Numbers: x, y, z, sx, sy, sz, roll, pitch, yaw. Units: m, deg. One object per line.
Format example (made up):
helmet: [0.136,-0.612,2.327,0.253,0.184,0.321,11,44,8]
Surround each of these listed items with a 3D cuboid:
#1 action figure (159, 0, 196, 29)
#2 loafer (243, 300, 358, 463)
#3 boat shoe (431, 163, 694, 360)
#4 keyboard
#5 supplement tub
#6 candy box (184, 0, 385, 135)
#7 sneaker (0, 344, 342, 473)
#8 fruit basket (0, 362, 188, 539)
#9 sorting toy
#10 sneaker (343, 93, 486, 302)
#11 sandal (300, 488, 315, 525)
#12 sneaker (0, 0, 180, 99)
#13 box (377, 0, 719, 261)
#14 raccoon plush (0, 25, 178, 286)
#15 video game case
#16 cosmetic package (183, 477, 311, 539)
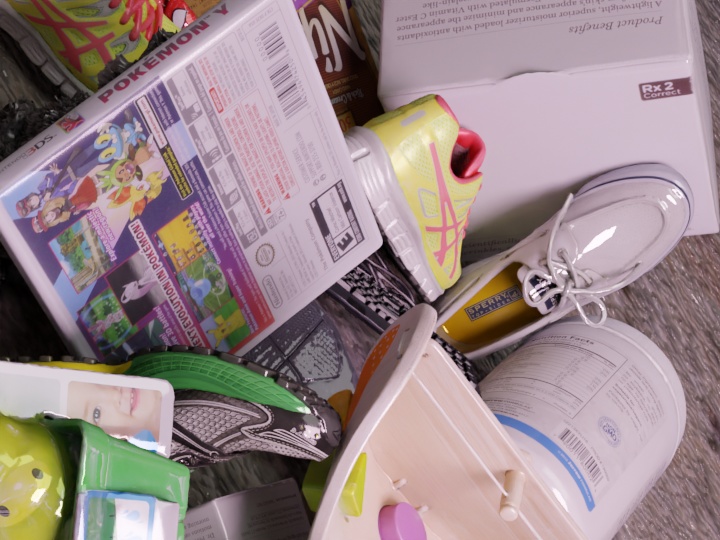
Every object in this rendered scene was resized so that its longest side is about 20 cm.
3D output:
action figure: [-0.139,-0.235,1.099,0.200,0.099,0.065,61,37,-9]
loafer: [-0.028,0.083,1.081,0.200,0.063,0.072,48,56,3]
boat shoe: [0.124,0.004,1.181,0.075,0.202,0.086,56,24,-14]
keyboard: [0.000,0.000,1.129,0.200,0.040,0.104,39,7,-15]
supplement tub: [0.117,0.122,1.172,0.132,0.132,0.200,61,35,-5]
candy box: [-0.054,-0.162,1.193,0.117,0.056,0.200,-11,79,-55]
sneaker: [-0.101,0.086,0.876,0.078,0.200,0.085,40,48,-60]
fruit basket: [-0.167,0.125,0.741,0.200,0.094,0.186,13,78,-41]
sorting toy: [0.024,0.155,0.880,0.200,0.107,0.180,53,39,-22]
sneaker: [0.046,-0.046,1.155,0.078,0.090,0.200,52,-3,22]
sandal: [0.007,0.178,0.992,0.200,0.054,0.080,-110,-172,-62]
sneaker: [-0.150,-0.155,1.024,0.200,0.090,0.078,34,44,-37]
box: [0.130,-0.118,1.225,0.200,0.199,0.131,65,23,-54]
raccoon plush: [-0.139,-0.034,0.937,0.097,0.134,0.200,45,40,-27]
video game case: [-0.085,-0.027,0.937,0.182,0.023,0.200,-39,140,-15]
cosmetic package: [-0.061,0.217,0.903,0.085,0.108,0.200,-4,74,-63]
